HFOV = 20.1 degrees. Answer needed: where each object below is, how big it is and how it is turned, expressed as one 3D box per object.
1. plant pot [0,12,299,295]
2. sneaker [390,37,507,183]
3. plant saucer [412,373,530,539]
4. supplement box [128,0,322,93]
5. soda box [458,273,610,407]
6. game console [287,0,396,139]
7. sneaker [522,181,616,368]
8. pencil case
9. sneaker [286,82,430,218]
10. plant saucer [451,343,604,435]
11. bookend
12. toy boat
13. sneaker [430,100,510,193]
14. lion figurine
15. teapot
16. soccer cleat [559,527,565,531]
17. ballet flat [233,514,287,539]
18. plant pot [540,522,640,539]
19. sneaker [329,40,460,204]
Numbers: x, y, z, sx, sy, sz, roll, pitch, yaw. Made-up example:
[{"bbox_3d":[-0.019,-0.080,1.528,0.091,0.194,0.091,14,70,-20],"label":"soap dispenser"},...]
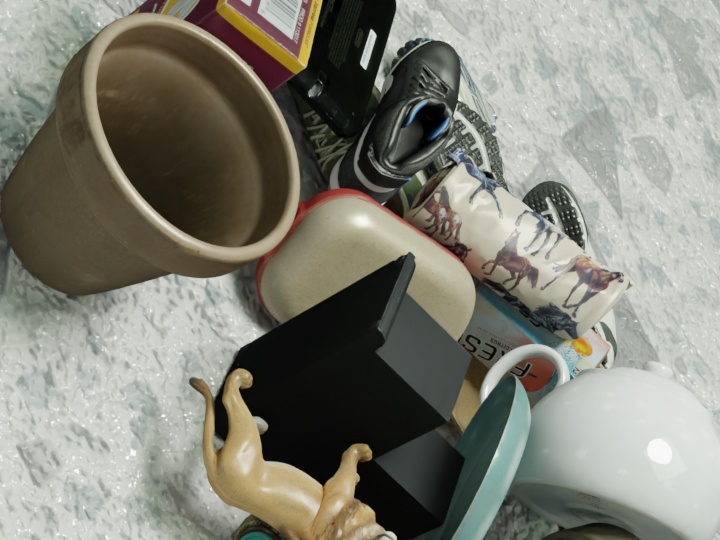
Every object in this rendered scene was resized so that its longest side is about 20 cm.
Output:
[{"bbox_3d":[-0.175,-0.064,1.504,0.200,0.175,0.200,28,47,-35],"label":"plant pot"},{"bbox_3d":[0.105,-0.131,1.950,0.085,0.077,0.200,-4,72,-58],"label":"sneaker"},{"bbox_3d":[0.088,0.177,1.626,0.027,0.200,0.200,27,44,-4],"label":"plant saucer"},{"bbox_3d":[-0.129,-0.173,1.606,0.086,0.200,0.110,37,42,-26],"label":"supplement box"},{"bbox_3d":[0.123,0.037,1.813,0.200,0.064,0.068,42,44,5],"label":"soda box"},{"bbox_3d":[-0.076,-0.217,1.785,0.176,0.116,0.200,47,39,-29],"label":"game console"},{"bbox_3d":[0.198,0.012,1.943,0.080,0.074,0.200,-23,102,-66],"label":"sneaker"},{"bbox_3d":[0.139,-0.020,1.767,0.200,0.078,0.089,37,68,0],"label":"pencil case"},{"bbox_3d":[-0.006,-0.108,1.810,0.200,0.067,0.090,53,33,-14],"label":"sneaker"},{"bbox_3d":[0.150,0.124,1.834,0.200,0.035,0.200,18,47,-21],"label":"plant saucer"},{"bbox_3d":[0.022,0.116,1.589,0.199,0.200,0.092,44,41,-19],"label":"bookend"},{"bbox_3d":[0.000,0.000,1.728,0.200,0.131,0.131,33,16,-30],"label":"toy boat"},{"bbox_3d":[0.100,-0.064,1.870,0.074,0.080,0.200,-27,91,-34],"label":"sneaker"},{"bbox_3d":[-0.057,0.165,1.508,0.200,0.072,0.123,27,47,-5],"label":"lion figurine"},{"bbox_3d":[0.221,0.143,1.697,0.200,0.197,0.146,27,72,-20],"label":"teapot"},{"bbox_3d":[0.219,0.186,1.880,0.081,0.068,0.200,29,46,-16],"label":"soccer cleat"},{"bbox_3d":[-0.022,0.265,1.556,0.200,0.068,0.075,57,28,2],"label":"ballet flat"},{"bbox_3d":[0.138,0.311,1.626,0.173,0.200,0.200,-4,68,-31],"label":"plant pot"},{"bbox_3d":[0.058,-0.138,1.758,0.073,0.112,0.200,39,57,-12],"label":"sneaker"}]
